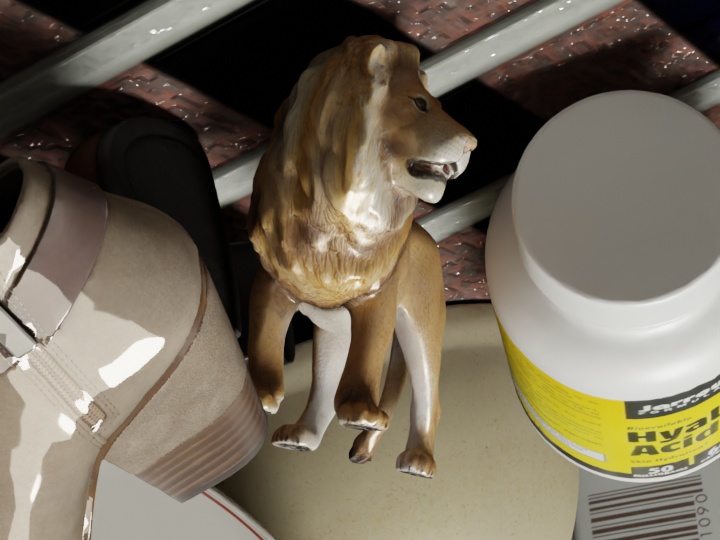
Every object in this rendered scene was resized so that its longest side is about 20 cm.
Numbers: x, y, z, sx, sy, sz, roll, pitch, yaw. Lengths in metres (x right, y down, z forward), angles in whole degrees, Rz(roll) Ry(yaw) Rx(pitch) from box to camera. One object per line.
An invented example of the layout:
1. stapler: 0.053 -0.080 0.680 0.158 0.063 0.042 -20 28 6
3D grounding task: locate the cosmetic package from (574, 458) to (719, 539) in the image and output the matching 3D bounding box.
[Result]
1. cosmetic package: 0.232 0.164 1.315 0.165 0.165 0.200 -13 164 27

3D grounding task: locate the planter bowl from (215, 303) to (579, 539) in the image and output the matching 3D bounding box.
1. planter bowl: 0.016 0.118 1.100 0.200 0.135 0.200 -16 159 -6

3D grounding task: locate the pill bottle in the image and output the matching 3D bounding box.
1. pill bottle: 0.105 0.006 0.922 0.111 0.111 0.200 -19 159 2

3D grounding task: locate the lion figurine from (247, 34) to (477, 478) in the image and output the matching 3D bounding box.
1. lion figurine: 0.000 0.000 0.838 0.072 0.123 0.200 8 168 4

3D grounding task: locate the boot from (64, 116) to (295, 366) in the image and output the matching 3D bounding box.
1. boot: -0.139 0.014 0.842 0.200 0.069 0.188 -13 168 7

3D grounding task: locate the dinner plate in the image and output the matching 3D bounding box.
1. dinner plate: -0.078 0.136 1.043 0.024 0.200 0.200 -49 179 -34

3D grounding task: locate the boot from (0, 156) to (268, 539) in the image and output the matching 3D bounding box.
1. boot: -0.127 0.052 0.728 0.200 0.070 0.146 -39 134 6

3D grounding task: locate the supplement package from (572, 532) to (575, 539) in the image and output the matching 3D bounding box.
1. supplement package: 0.031 0.214 1.387 0.109 0.114 0.200 6 149 -45
